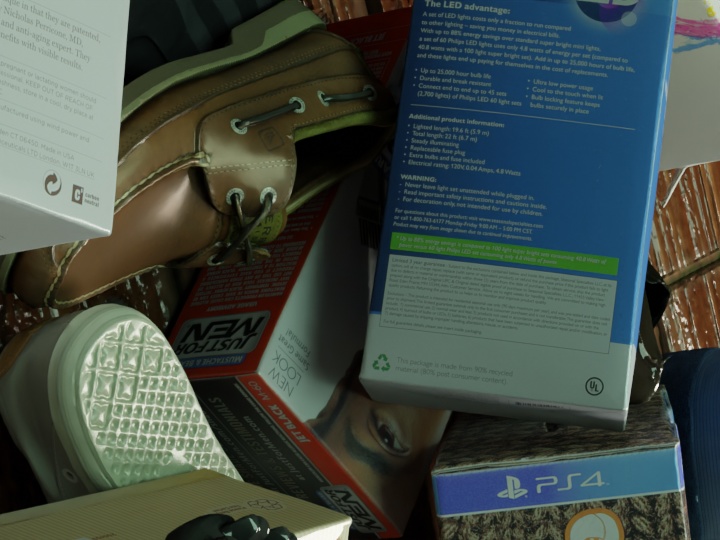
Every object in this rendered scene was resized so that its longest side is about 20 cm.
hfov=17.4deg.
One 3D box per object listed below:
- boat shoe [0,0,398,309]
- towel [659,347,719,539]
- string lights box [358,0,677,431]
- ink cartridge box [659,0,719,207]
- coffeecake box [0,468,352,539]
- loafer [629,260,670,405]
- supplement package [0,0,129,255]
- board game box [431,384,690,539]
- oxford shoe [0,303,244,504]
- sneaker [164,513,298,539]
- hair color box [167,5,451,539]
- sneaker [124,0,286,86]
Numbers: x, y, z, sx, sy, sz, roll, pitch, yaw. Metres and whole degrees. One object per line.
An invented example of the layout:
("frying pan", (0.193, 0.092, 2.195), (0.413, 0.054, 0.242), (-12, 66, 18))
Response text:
("boat shoe", (-0.053, -0.037, 0.870), (0.068, 0.072, 0.200), (40, 47, 9))
("towel", (0.165, 0.090, 1.065), (0.048, 0.200, 0.112), (5, 80, -41))
("string lights box", (0.065, -0.045, 0.914), (0.059, 0.102, 0.201), (65, 33, -77))
("ink cartridge box", (0.141, -0.144, 1.132), (0.200, 0.125, 0.129), (54, 46, -29))
("coffeecake box", (-0.087, 0.181, 0.789), (0.153, 0.073, 0.201), (-8, 108, -51))
("loafer", (0.096, 0.010, 1.041), (0.071, 0.073, 0.200), (32, 25, -11))
("supplement package", (-0.150, -0.113, 0.775), (0.109, 0.114, 0.201), (20, 67, -49))
("board game box", (0.094, 0.161, 0.979), (0.159, 0.097, 0.201), (-40, 123, -83))
("oxford shoe", (-0.081, 0.092, 0.872), (0.075, 0.058, 0.200), (-47, 132, -35))
("sneaker", (-0.042, 0.139, 0.687), (0.201, 0.098, 0.071), (72, 0, -56))
("hair color box", (0.000, 0.000, 0.982), (0.111, 0.064, 0.200), (50, 49, -35))
("sneaker", (-0.079, -0.105, 0.918), (0.200, 0.072, 0.083), (-17, 123, -51))
